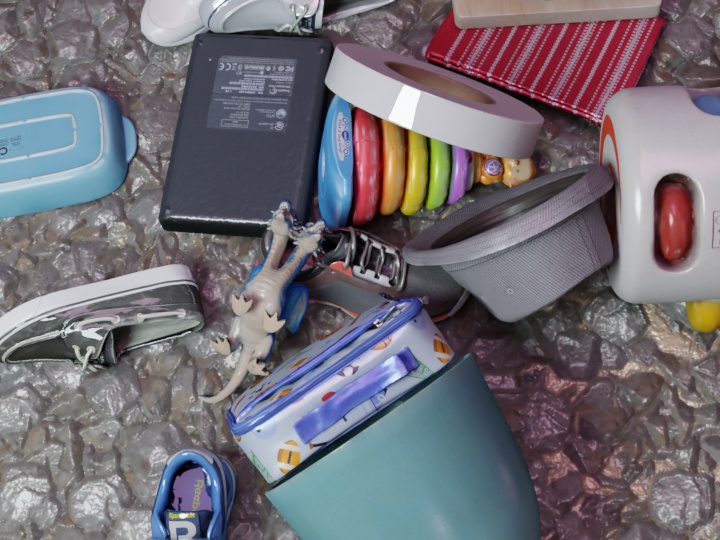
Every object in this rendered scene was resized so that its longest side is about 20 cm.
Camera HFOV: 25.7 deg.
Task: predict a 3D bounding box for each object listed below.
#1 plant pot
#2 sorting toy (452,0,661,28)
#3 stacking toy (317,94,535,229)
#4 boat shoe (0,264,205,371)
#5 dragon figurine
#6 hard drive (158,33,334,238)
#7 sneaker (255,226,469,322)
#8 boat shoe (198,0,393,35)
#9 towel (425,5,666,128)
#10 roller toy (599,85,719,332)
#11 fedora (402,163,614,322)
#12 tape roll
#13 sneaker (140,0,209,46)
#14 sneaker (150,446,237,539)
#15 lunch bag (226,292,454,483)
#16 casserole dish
[{"bbox_3d":[0.050,0.188,1.255,0.200,0.201,0.162,-33,86,-10],"label":"plant pot"},{"bbox_3d":[0.182,-0.340,1.524,0.197,0.070,0.202,-4,61,-1],"label":"sorting toy"},{"bbox_3d":[0.064,-0.094,1.437,0.198,0.110,0.117,1,66,-7],"label":"stacking toy"},{"bbox_3d":[-0.237,0.053,1.404,0.198,0.071,0.064,-18,65,-5],"label":"boat shoe"},{"bbox_3d":[-0.081,0.034,1.365,0.058,0.201,0.100,25,40,6],"label":"dragon figurine"},{"bbox_3d":[-0.106,-0.128,1.490,0.138,0.033,0.202,4,66,10],"label":"hard drive"},{"bbox_3d":[0.000,0.000,1.399,0.198,0.082,0.078,5,66,5],"label":"sneaker"},{"bbox_3d":[-0.055,-0.263,1.520,0.198,0.074,0.067,-23,69,-11],"label":"boat shoe"},{"bbox_3d":[0.176,-0.221,1.511,0.198,0.023,0.145,23,64,13],"label":"towel"},{"bbox_3d":[0.282,-0.063,1.346,0.138,0.183,0.202,-2,66,2],"label":"roller toy"},{"bbox_3d":[0.140,-0.016,1.339,0.176,0.199,0.091,-34,101,-40],"label":"fedora"},{"bbox_3d":[0.066,-0.152,1.407,0.201,0.203,0.037,23,104,14],"label":"tape roll"},{"bbox_3d":[-0.148,-0.307,1.540,0.075,0.100,0.200,36,75,16],"label":"sneaker"},{"bbox_3d":[-0.145,0.240,1.307,0.073,0.082,0.202,-2,68,3],"label":"sneaker"},{"bbox_3d":[-0.016,0.092,1.313,0.199,0.160,0.076,-35,94,-5],"label":"lunch bag"},{"bbox_3d":[-0.314,-0.117,1.504,0.198,0.039,0.122,-11,65,1],"label":"casserole dish"}]
